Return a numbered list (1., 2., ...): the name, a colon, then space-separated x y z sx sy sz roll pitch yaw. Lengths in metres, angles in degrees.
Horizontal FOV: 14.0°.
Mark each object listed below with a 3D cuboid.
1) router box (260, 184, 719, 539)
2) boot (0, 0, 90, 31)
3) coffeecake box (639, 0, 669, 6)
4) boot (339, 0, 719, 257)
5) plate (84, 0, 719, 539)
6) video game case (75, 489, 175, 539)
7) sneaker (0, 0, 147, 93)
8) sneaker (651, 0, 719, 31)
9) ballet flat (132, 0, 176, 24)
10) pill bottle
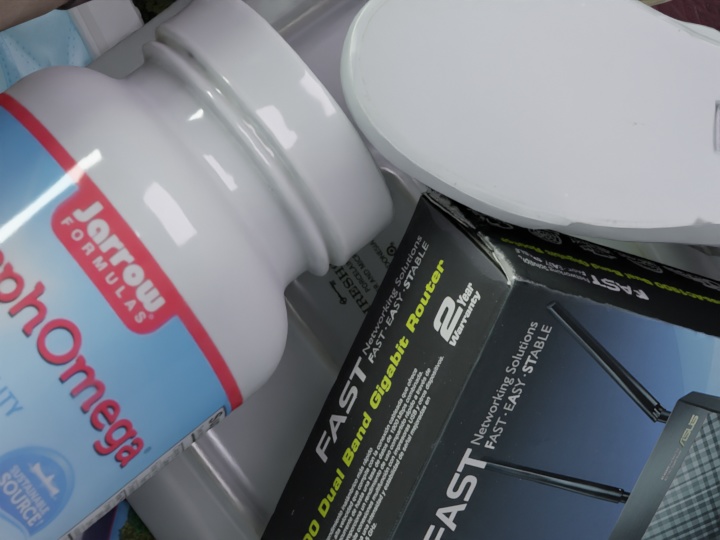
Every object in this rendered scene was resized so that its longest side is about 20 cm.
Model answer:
1. router box: 0.049 0.090 0.850 0.149 0.201 0.062 16 17 -31
2. boot: -0.107 -0.080 0.760 0.146 0.200 0.070 -15 50 -47
3. coffeecake box: 0.032 -0.190 0.845 0.200 0.073 0.154 33 66 -24
4. boot: 0.083 -0.033 0.829 0.199 0.096 0.074 12 78 -12
5. plate: 0.000 0.000 0.881 0.200 0.032 0.200 -37 94 -5
6. video game case: -0.030 0.153 0.896 0.182 0.023 0.201 29 54 -25
7. sneaker: -0.092 -0.036 0.924 0.082 0.074 0.201 -28 100 -3
8. sneaker: 0.112 -0.058 0.983 0.115 0.075 0.201 -38 125 -39
9. ballet flat: -0.102 -0.141 0.952 0.200 0.071 0.069 39 47 -17
10. pill bottle: -0.092 0.016 0.797 0.200 0.109 0.109 -39 96 -9
